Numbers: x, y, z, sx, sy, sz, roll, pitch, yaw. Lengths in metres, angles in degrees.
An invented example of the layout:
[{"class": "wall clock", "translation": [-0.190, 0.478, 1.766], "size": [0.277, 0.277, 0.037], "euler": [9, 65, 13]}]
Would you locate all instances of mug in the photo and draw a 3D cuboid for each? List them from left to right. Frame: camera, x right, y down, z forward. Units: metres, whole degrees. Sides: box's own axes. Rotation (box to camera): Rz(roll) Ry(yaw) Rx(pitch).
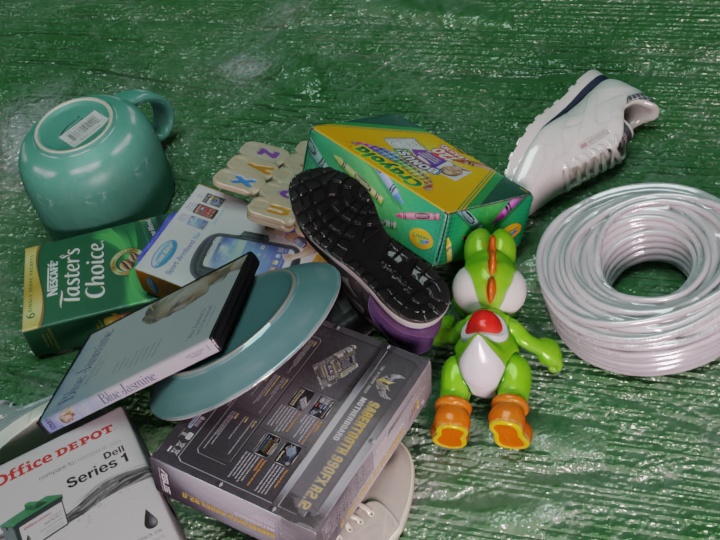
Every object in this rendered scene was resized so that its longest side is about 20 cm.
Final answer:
[{"class": "mug", "translation": [-0.287, -0.126, 1.501], "size": [0.152, 0.115, 0.185], "euler": [-9, 47, 8]}]

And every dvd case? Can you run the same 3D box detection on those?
[{"class": "dvd case", "translation": [-0.186, 0.063, 1.231], "size": [0.200, 0.018, 0.143], "euler": [-26, 23, 24]}]

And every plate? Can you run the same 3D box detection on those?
[{"class": "plate", "translation": [-0.105, 0.051, 1.192], "size": [0.200, 0.026, 0.200], "euler": [-31, 22, 14]}]

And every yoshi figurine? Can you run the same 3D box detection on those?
[{"class": "yoshi figurine", "translation": [0.114, 0.063, 1.243], "size": [0.112, 0.112, 0.200], "euler": [-29, 46, 49]}]

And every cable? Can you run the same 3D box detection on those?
[{"class": "cable", "translation": [0.260, 0.004, 1.252], "size": [0.200, 0.069, 0.200], "euler": [-35, 47, -15]}]

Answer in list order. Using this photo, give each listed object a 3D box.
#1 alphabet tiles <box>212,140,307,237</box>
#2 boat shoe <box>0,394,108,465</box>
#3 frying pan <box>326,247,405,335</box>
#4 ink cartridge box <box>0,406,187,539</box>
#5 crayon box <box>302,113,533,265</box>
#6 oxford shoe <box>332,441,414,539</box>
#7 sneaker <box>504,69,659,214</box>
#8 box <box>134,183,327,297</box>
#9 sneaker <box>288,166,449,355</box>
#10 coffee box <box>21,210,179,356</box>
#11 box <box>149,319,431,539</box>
[{"class": "alphabet tiles", "translation": [-0.040, -0.080, 1.386], "size": [0.195, 0.015, 0.200], "euler": [15, 27, 8]}, {"class": "boat shoe", "translation": [-0.333, 0.155, 1.287], "size": [0.201, 0.070, 0.072], "euler": [-31, 51, -9]}, {"class": "frying pan", "translation": [0.005, 0.012, 1.351], "size": [0.190, 0.031, 0.115], "euler": [-25, 48, -3]}, {"class": "ink cartridge box", "translation": [-0.225, 0.232, 1.174], "size": [0.146, 0.084, 0.200], "euler": [-26, 47, -9]}, {"class": "crayon box", "translation": [0.052, -0.082, 1.348], "size": [0.119, 0.058, 0.200], "euler": [-14, 37, -41]}, {"class": "oxford shoe", "translation": [-0.014, 0.213, 1.149], "size": [0.075, 0.058, 0.200], "euler": [14, 53, 29]}, {"class": "sneaker", "translation": [0.215, -0.121, 1.382], "size": [0.080, 0.076, 0.200], "euler": [30, 63, 25]}, {"class": "box", "translation": [-0.121, -0.010, 1.344], "size": [0.200, 0.042, 0.119], "euler": [21, 58, 20]}, {"class": "sneaker", "translation": [-0.004, -0.003, 1.258], "size": [0.076, 0.088, 0.200], "euler": [-27, 63, -24]}, {"class": "coffee box", "translation": [-0.242, 0.009, 1.411], "size": [0.200, 0.044, 0.123], "euler": [-13, 47, 4]}, {"class": "box", "translation": [-0.054, 0.129, 1.162], "size": [0.158, 0.048, 0.200], "euler": [20, 50, 21]}]
